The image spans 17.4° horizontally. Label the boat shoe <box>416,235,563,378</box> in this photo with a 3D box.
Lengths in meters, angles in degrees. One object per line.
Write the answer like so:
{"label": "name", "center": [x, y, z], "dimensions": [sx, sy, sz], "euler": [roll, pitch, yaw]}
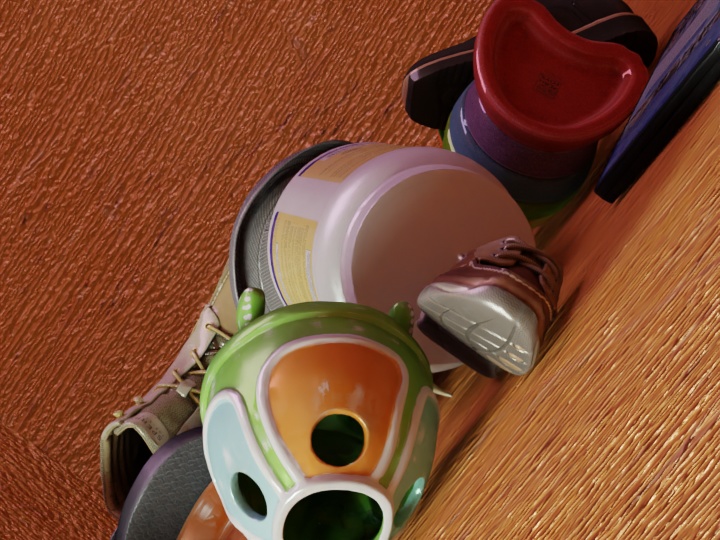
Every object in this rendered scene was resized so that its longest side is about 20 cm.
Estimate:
{"label": "boat shoe", "center": [0.078, 0.012, 1.335], "dimensions": [0.072, 0.076, 0.200], "euler": [-53, 4, -7]}

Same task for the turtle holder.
{"label": "turtle holder", "center": [-0.031, 0.110, 1.352], "dimensions": [0.186, 0.141, 0.132], "euler": [-50, 32, 33]}

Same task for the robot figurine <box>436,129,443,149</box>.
{"label": "robot figurine", "center": [0.124, -0.128, 1.874], "dimensions": [0.144, 0.117, 0.200], "euler": [-44, 0, -9]}

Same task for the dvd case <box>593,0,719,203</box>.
{"label": "dvd case", "center": [0.211, -0.141, 1.444], "dimensions": [0.143, 0.018, 0.200], "euler": [-54, 4, 42]}

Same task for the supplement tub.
{"label": "supplement tub", "center": [0.027, -0.010, 1.546], "dimensions": [0.146, 0.145, 0.200], "euler": [-55, 15, -5]}

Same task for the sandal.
{"label": "sandal", "center": [-0.148, 0.193, 1.656], "dimensions": [0.043, 0.076, 0.201], "euler": [47, 118, 51]}

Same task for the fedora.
{"label": "fedora", "center": [0.000, 0.000, 1.706], "dimensions": [0.090, 0.200, 0.177], "euler": [14, 72, 47]}

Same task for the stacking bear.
{"label": "stacking bear", "center": [0.106, -0.076, 1.665], "dimensions": [0.114, 0.121, 0.200], "euler": [-61, -4, -37]}

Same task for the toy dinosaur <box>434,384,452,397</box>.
{"label": "toy dinosaur", "center": [0.012, 0.072, 1.646], "dimensions": [0.101, 0.058, 0.200], "euler": [-12, -4, -3]}

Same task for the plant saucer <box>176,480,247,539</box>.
{"label": "plant saucer", "center": [-0.094, 0.228, 1.549], "dimensions": [0.200, 0.032, 0.201], "euler": [-53, 26, 40]}

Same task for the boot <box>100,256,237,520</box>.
{"label": "boot", "center": [-0.119, 0.081, 1.731], "dimensions": [0.155, 0.072, 0.201], "euler": [-36, -28, -53]}

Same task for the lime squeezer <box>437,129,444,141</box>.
{"label": "lime squeezer", "center": [0.083, -0.017, 1.816], "dimensions": [0.038, 0.071, 0.201], "euler": [-4, 76, 41]}

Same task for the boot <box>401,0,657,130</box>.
{"label": "boot", "center": [0.101, -0.180, 1.744], "dimensions": [0.199, 0.139, 0.078], "euler": [-12, -40, -24]}
